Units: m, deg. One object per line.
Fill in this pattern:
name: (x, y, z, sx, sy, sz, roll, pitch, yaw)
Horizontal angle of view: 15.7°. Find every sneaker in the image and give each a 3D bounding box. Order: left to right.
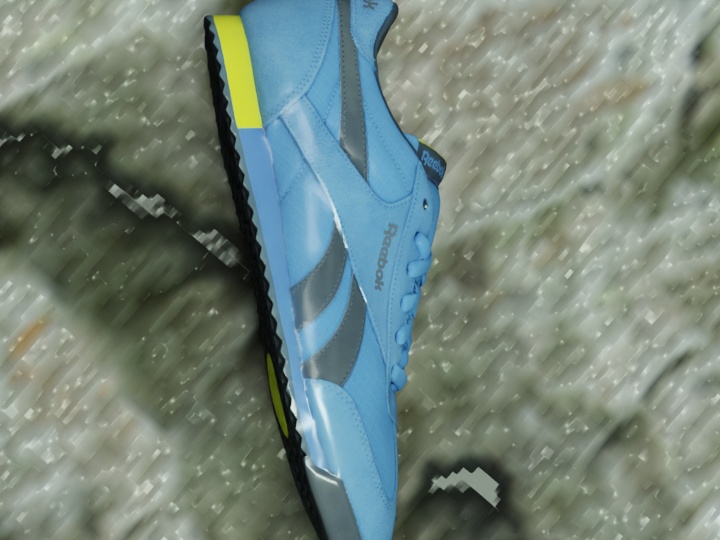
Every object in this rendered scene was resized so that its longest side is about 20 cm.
sneaker: (0.000, 0.000, 0.888, 0.078, 0.066, 0.201, -9, 82, -9)
